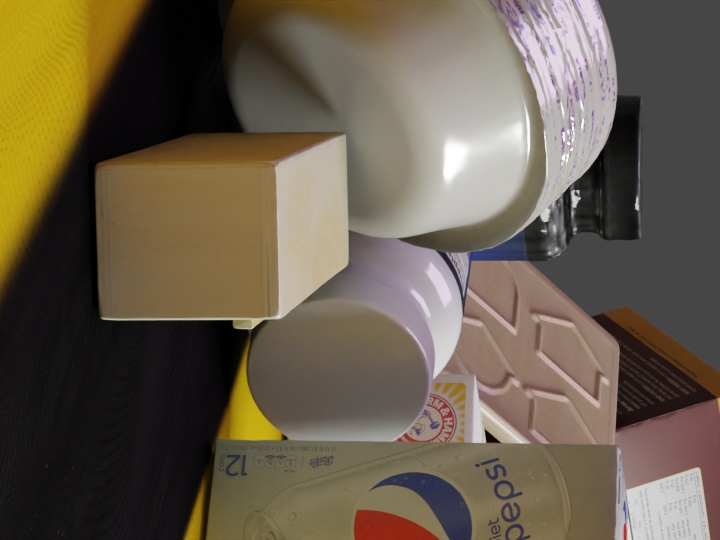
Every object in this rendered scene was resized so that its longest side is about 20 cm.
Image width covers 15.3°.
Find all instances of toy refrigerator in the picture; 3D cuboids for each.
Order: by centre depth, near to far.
[{"bbox_3d":[-0.055,-0.019,1.148,0.200,0.075,0.070,-40,129,-81],"label":"toy refrigerator"}]

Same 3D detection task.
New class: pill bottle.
[{"bbox_3d":[0.000,0.000,1.408,0.200,0.115,0.116,-77,165,-57],"label":"pill bottle"},{"bbox_3d":[0.068,-0.061,1.594,0.112,0.199,0.113,0,90,-82],"label":"pill bottle"}]

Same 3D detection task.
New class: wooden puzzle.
[{"bbox_3d":[0.095,0.059,1.739,0.185,0.046,0.200,41,30,-25],"label":"wooden puzzle"}]

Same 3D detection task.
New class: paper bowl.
[{"bbox_3d":[0.015,-0.097,1.273,0.104,0.200,0.201,-40,140,-35],"label":"paper bowl"}]

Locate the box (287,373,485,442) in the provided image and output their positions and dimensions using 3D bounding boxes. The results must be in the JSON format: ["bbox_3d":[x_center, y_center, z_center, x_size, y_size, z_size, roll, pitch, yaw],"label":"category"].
[{"bbox_3d":[0.014,0.167,1.515,0.102,0.112,0.201,77,14,-59],"label":"box"}]

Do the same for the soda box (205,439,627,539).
[{"bbox_3d":[0.028,0.122,1.291,0.068,0.199,0.064,72,21,-65],"label":"soda box"}]

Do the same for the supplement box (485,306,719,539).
[{"bbox_3d":[0.146,0.140,1.890,0.197,0.199,0.134,-139,-144,-64],"label":"supplement box"}]
